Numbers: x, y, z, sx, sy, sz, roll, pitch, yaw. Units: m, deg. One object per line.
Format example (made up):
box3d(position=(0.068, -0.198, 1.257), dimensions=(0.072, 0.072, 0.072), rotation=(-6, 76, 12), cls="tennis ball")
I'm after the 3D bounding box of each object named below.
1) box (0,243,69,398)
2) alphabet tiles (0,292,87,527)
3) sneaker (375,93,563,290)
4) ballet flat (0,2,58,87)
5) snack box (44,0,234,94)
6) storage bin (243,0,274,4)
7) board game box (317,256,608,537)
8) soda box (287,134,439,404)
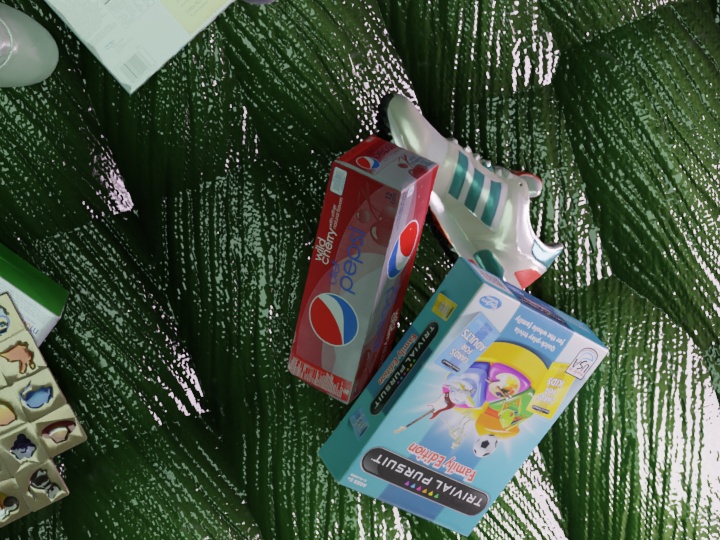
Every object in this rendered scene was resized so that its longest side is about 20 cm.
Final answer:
box3d(position=(-0.364, 0.040, 1.459), dimensions=(0.200, 0.097, 0.177), rotation=(35, 98, -9), cls="box")
box3d(position=(-0.317, 0.111, 1.426), dimensions=(0.166, 0.006, 0.201), rotation=(-26, 104, 0), cls="alphabet tiles")
box3d(position=(0.090, -0.070, 1.479), dimensions=(0.093, 0.070, 0.200), rotation=(-33, 104, -3), cls="sneaker")
box3d(position=(-0.334, -0.194, 1.430), dimensions=(0.199, 0.069, 0.070), rotation=(24, 99, -8), cls="ballet flat")
box3d(position=(-0.146, -0.248, 1.442), dimensions=(0.200, 0.037, 0.116), rotation=(-41, 101, 5), cls="snack box")
box3d(position=(-0.059, -0.319, 1.352), dimensions=(0.145, 0.134, 0.201), rotation=(33, 79, -14), cls="storage bin")
box3d(position=(0.084, 0.106, 1.481), dimensions=(0.151, 0.047, 0.200), rotation=(26, 105, -35), cls="board game box")
box3d(position=(0.000, 0.000, 1.445), dimensions=(0.063, 0.070, 0.201), rotation=(25, 121, 18), cls="soda box")
